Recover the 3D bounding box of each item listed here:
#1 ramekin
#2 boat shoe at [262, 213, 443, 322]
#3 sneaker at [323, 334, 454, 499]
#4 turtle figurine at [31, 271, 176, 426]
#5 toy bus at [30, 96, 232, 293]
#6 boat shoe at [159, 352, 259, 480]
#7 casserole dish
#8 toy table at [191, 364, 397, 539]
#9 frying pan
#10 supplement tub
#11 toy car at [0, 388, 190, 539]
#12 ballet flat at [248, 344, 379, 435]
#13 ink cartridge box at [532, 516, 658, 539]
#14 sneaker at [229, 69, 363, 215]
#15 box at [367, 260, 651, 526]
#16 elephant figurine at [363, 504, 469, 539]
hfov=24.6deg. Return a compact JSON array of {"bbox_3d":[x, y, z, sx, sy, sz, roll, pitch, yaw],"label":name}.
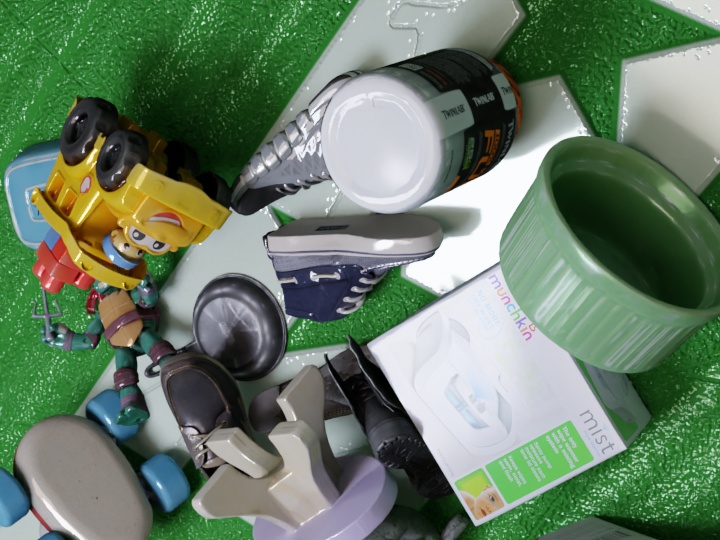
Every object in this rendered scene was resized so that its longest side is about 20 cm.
[{"bbox_3d":[0.214,-0.009,1.405,0.200,0.200,0.098,45,127,11],"label":"ramekin"},{"bbox_3d":[0.000,0.000,1.606,0.199,0.075,0.093,1,112,37],"label":"boat shoe"},{"bbox_3d":[0.036,0.144,1.584,0.060,0.200,0.105,-34,55,11],"label":"sneaker"},{"bbox_3d":[-0.252,0.055,1.740,0.150,0.100,0.201,-42,66,26],"label":"turtle figurine"},{"bbox_3d":[-0.243,-0.050,1.618,0.193,0.135,0.200,-57,38,5],"label":"toy bus"},{"bbox_3d":[-0.143,0.166,1.681,0.074,0.074,0.201,-24,127,3],"label":"boat shoe"},{"bbox_3d":[-0.310,-0.080,1.773,0.199,0.039,0.122,-7,100,32],"label":"casserole dish"},{"bbox_3d":[-0.064,0.193,1.574,0.199,0.184,0.117,-22,114,47],"label":"toy table"},{"bbox_3d":[-0.163,0.062,1.738,0.189,0.031,0.116,-1,102,27],"label":"frying pan"},{"bbox_3d":[0.061,-0.128,1.451,0.122,0.200,0.124,9,109,28],"label":"supplement tub"},{"bbox_3d":[-0.316,0.264,1.826,0.177,0.184,0.200,49,150,9],"label":"toy car"},{"bbox_3d":[-0.024,0.124,1.669,0.199,0.046,0.068,-23,69,27],"label":"ballet flat"},{"bbox_3d":[0.220,0.298,1.470,0.200,0.146,0.083,11,112,58],"label":"ink cartridge box"},{"bbox_3d":[-0.037,-0.089,1.594,0.116,0.075,0.200,50,121,6],"label":"sneaker"},{"bbox_3d":[0.139,0.101,1.526,0.176,0.097,0.201,-31,89,29],"label":"box"},{"bbox_3d":[-0.023,0.277,1.666,0.199,0.155,0.142,6,72,57],"label":"elephant figurine"}]
